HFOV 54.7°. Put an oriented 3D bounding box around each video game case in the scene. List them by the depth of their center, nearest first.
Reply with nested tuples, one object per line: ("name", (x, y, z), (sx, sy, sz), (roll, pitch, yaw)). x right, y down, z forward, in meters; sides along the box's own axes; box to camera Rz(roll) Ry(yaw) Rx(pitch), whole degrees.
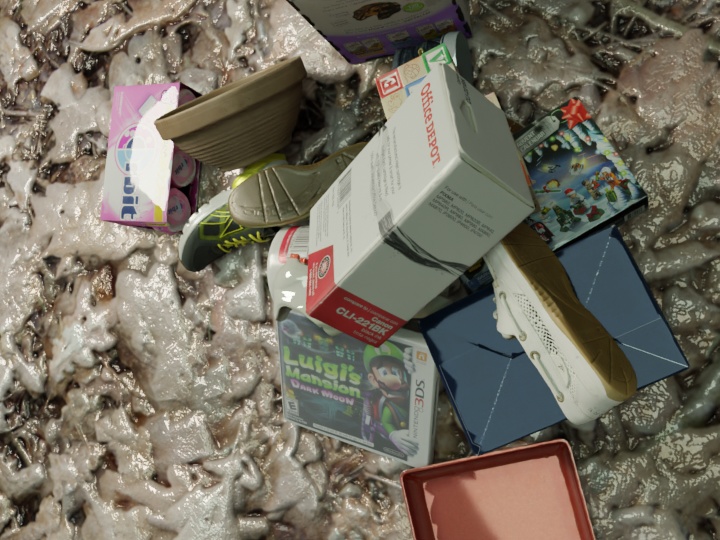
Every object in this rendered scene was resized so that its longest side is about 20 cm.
("video game case", (-0.006, 0.131, 0.806), (0.198, 0.023, 0.183), (14, 124, 22))

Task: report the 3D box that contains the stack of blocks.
("stack of blocks", (0.098, -0.135, 0.727), (0.114, 0.059, 0.202), (-23, 62, 16))

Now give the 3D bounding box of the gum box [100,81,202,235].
("gum box", (-0.288, -0.151, 0.969), (0.112, 0.066, 0.202), (4, 86, 23))

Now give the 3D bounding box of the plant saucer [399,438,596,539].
("plant saucer", (0.160, 0.302, 0.770), (0.198, 0.037, 0.202), (-17, 78, 19))

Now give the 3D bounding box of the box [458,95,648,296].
("box", (0.173, -0.072, 0.727), (0.199, 0.040, 0.138), (-32, 63, 11))

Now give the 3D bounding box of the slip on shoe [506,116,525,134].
("slip on shoe", (0.199, -0.094, 0.781), (0.076, 0.061, 0.200), (-44, 62, 5))

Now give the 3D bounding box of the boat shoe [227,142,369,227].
("boat shoe", (-0.062, -0.097, 0.852), (0.199, 0.063, 0.074), (-22, 77, 1))

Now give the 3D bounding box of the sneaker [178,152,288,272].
("sneaker", (-0.155, -0.062, 0.906), (0.200, 0.074, 0.085), (-45, 72, 12))

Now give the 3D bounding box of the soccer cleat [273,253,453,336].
("soccer cleat", (-0.001, 0.035, 0.728), (0.198, 0.069, 0.078), (10, 85, 23))

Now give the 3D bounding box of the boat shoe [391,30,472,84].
("boat shoe", (0.087, -0.178, 0.834), (0.090, 0.071, 0.203), (-5, 82, 31))

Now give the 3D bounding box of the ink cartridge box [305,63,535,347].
("ink cartridge box", (0.041, -0.054, 0.603), (0.200, 0.083, 0.145), (-45, 30, 33))

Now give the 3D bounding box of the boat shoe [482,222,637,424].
("boat shoe", (0.138, 0.033, 0.572), (0.069, 0.070, 0.201), (-51, 52, 36))

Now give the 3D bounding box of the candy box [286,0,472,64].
("candy box", (0.025, -0.320, 0.795), (0.166, 0.200, 0.072), (-7, 83, 20))

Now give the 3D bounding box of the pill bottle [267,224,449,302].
("pill bottle", (0.000, 0.000, 0.821), (0.198, 0.111, 0.112), (0, 85, 21))

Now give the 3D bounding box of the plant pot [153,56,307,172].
("plant pot", (-0.148, -0.187, 0.877), (0.199, 0.201, 0.093), (-18, 111, 19))

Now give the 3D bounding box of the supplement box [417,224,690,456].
("supplement box", (0.194, 0.074, 0.690), (0.199, 0.200, 0.135), (-27, 74, 16))
